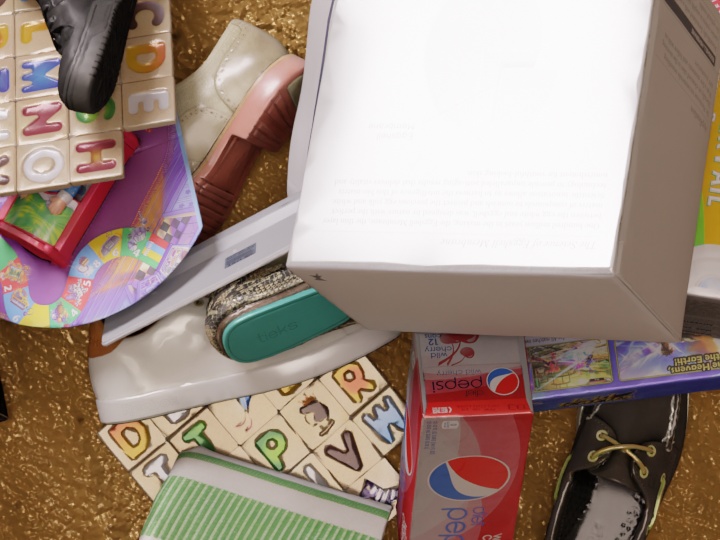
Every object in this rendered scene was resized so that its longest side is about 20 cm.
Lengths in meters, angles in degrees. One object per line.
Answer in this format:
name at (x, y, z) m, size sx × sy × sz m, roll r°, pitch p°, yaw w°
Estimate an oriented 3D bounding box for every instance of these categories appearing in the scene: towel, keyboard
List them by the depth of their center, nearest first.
keyboard at (-0.072, -0.012, 1.676) m, size 0.199 × 0.056 × 0.011 m, roll -27°, pitch 122°, yaw 14°
towel at (-0.073, 0.209, 1.693) m, size 0.152 × 0.023 × 0.201 m, roll 18°, pitch 54°, yaw 0°

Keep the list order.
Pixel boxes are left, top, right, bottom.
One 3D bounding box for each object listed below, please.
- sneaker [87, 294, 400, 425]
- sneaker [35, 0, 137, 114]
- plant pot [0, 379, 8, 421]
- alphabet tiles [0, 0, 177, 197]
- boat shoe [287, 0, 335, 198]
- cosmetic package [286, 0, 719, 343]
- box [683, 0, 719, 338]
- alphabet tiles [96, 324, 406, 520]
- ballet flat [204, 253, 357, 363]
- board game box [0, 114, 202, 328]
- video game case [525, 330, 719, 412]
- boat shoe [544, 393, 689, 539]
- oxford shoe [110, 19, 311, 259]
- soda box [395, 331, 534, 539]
sneaker at (-0.077, 0.035, 1.717) m, size 0.199 × 0.073 × 0.085 m, roll -13°, pitch 94°, yaw 3°
sneaker at (-0.188, -0.182, 1.681) m, size 0.104 × 0.060 × 0.200 m, roll 9°, pitch 55°, yaw 4°
plant pot at (-0.337, 0.006, 1.680) m, size 0.199 × 0.200 × 0.178 m, roll -7°, pitch 80°, yaw 2°
alphabet tiles at (-0.197, -0.134, 1.697) m, size 0.166 × 0.008 × 0.201 m, roll -8°, pitch 58°, yaw 5°
boat shoe at (0.005, -0.090, 1.704) m, size 0.066 × 0.072 × 0.201 m, roll 13°, pitch 98°, yaw 41°
cosmetic package at (0.085, -0.072, 1.547) m, size 0.199 × 0.123 × 0.201 m, roll 2°, pitch 70°, yaw 26°
box at (0.185, -0.073, 1.648) m, size 0.112 × 0.101 × 0.201 m, roll 8°, pitch 77°, yaw 7°
alphabet tiles at (-0.065, 0.101, 1.759) m, size 0.166 × 0.006 × 0.200 m, roll -40°, pitch 90°, yaw 3°
ballet flat at (0.000, 0.000, 1.670) m, size 0.199 × 0.075 × 0.068 m, roll -14°, pitch 131°, yaw 2°
board game box at (-0.188, -0.065, 1.698) m, size 0.157 × 0.039 × 0.201 m, roll -19°, pitch 65°, yaw 12°
video game case at (0.141, -0.008, 1.711) m, size 0.199 × 0.045 × 0.182 m, roll -7°, pitch 75°, yaw 2°
boat shoe at (0.161, 0.134, 1.727) m, size 0.071 × 0.061 × 0.202 m, roll 18°, pitch 92°, yaw 2°
oxford shoe at (-0.113, -0.069, 1.735) m, size 0.074 × 0.071 × 0.200 m, roll 41°, pitch 89°, yaw 21°
soda box at (0.061, 0.117, 1.661) m, size 0.070 × 0.200 × 0.064 m, roll -3°, pitch 53°, yaw -4°
